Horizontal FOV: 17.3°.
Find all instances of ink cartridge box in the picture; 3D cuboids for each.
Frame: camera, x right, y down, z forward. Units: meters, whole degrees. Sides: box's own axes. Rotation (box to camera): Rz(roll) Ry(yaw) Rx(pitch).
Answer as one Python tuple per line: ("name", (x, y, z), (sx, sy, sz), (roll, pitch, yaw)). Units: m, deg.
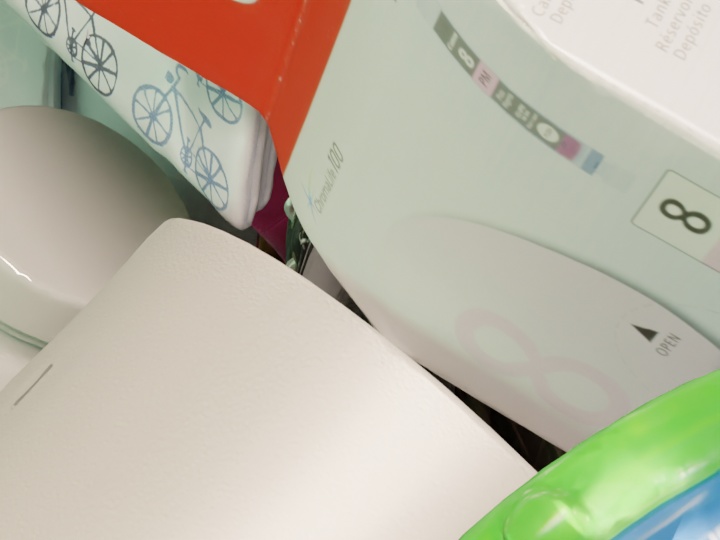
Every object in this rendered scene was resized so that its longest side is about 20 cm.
("ink cartridge box", (0.010, -0.040, 0.556), (0.057, 0.199, 0.163), (-64, 0, -26))

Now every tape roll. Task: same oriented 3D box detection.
("tape roll", (-0.026, 0.103, 0.675), (0.203, 0.139, 0.203), (41, 167, 11))

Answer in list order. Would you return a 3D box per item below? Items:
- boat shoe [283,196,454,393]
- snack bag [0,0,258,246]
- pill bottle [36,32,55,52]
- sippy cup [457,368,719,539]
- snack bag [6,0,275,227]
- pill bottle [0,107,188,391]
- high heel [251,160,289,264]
("boat shoe", (0.000, 0.000, 0.766), (0.200, 0.072, 0.071), (107, 142, -61))
("snack bag", (-0.122, -0.041, 0.931), (0.021, 0.199, 0.189), (-64, -11, -50))
("pill bottle", (-0.086, -0.180, 0.832), (0.116, 0.116, 0.201), (116, 138, -63))
("sippy cup", (0.087, 0.108, 0.497), (0.131, 0.139, 0.178), (56, 164, 26))
("snack bag", (-0.066, -0.142, 0.671), (0.189, 0.021, 0.201), (45, 136, 35))
("pill bottle", (-0.148, 0.039, 0.901), (0.200, 0.116, 0.117), (-52, 50, 38))
("high heel", (-0.043, -0.020, 0.848), (0.200, 0.095, 0.068), (101, 151, -52))
